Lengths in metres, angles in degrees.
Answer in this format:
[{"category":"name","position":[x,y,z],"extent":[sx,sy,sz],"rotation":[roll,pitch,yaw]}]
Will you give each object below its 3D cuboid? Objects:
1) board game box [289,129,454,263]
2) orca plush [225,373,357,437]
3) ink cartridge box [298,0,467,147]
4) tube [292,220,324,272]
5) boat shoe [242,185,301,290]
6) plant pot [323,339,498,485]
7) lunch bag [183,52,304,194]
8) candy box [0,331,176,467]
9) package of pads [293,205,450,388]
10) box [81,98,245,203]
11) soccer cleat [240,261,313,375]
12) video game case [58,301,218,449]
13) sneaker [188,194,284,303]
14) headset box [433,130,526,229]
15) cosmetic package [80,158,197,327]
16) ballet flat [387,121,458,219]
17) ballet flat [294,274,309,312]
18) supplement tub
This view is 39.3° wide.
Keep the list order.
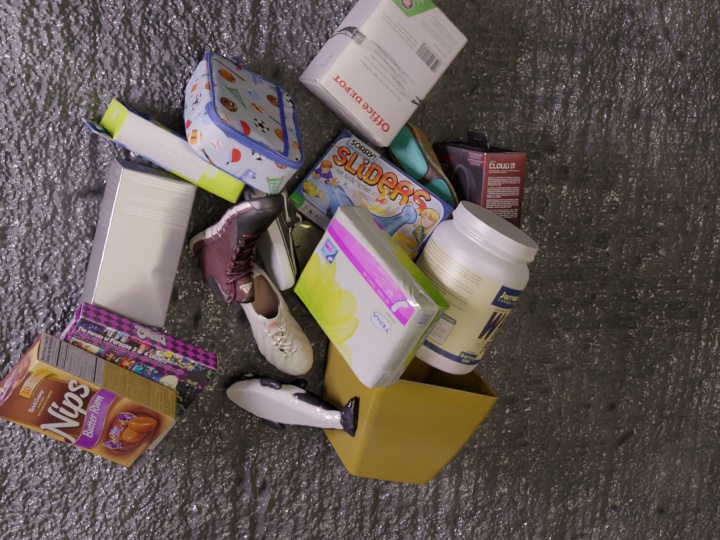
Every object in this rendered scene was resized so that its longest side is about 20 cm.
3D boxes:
[{"category":"board game box","position":[0.014,-0.088,1.419],"extent":[0.200,0.034,0.136],"rotation":[37,83,14]},{"category":"orca plush","position":[-0.090,0.173,1.441],"extent":[0.071,0.199,0.106],"rotation":[-61,140,-42]},{"category":"ink cartridge box","position":[0.031,-0.296,1.418],"extent":[0.146,0.084,0.200],"rotation":[41,84,-26]},{"category":"tube","position":[-0.004,-0.064,1.479],"extent":[0.199,0.052,0.058],"rotation":[-20,72,-15]},{"category":"boat shoe","position":[-0.114,-0.075,1.386],"extent":[0.063,0.071,0.201],"rotation":[-16,89,-24]},{"category":"plant pot","position":[0.049,0.200,1.491],"extent":[0.199,0.200,0.177],"rotation":[14,108,-27]},{"category":"lunch bag","position":[-0.146,-0.194,1.304],"extent":[0.160,0.201,0.076],"rotation":[25,122,-26]},{"category":"candy box","position":[-0.351,0.170,1.291],"extent":[0.199,0.057,0.117],"rotation":[30,120,-28]},{"category":"package of pads","position":[0.007,0.036,1.325],"extent":[0.068,0.200,0.155],"rotation":[-4,135,-45]},{"category":"box","position":[-0.251,-0.158,1.296],"extent":[0.199,0.122,0.048],"rotation":[27,93,-28]},{"category":"soccer cleat","position":[-0.124,0.076,1.434],"extent":[0.069,0.077,0.201],"rotation":[-35,114,-14]},{"category":"video game case","position":[-0.319,0.145,1.337],"extent":[0.199,0.036,0.181],"rotation":[25,121,-27]},{"category":"sneaker","position":[-0.148,-0.020,1.326],"extent":[0.075,0.200,0.116],"rotation":[-12,80,-38]},{"category":"headset box","position":[0.170,-0.104,1.491],"extent":[0.075,0.148,0.201],"rotation":[-3,104,-26]},{"category":"cosmetic package","position":[-0.293,-0.034,1.327],"extent":[0.106,0.090,0.201],"rotation":[14,99,-26]},{"category":"ballet flat","position":[0.100,-0.127,1.464],"extent":[0.070,0.071,0.201],"rotation":[-22,80,-19]},{"category":"ballet flat","position":[0.000,0.000,1.456],"extent":[0.199,0.066,0.057],"rotation":[-22,100,2]},{"category":"supplement tub","position":[0.138,0.022,1.365],"extent":[0.144,0.145,0.201],"rotation":[22,107,-27]}]
